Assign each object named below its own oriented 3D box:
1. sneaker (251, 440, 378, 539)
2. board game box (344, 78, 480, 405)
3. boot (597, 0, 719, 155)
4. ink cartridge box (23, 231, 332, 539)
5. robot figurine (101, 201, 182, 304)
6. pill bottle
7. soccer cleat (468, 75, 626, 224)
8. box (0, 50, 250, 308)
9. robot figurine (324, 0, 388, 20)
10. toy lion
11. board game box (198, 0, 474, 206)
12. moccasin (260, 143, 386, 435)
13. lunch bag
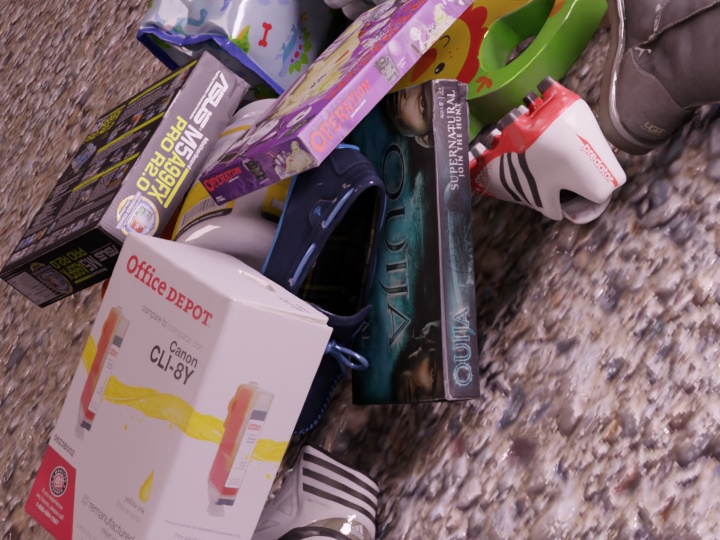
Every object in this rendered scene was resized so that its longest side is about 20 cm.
[{"bbox_3d":[-0.055,0.183,1.496,0.200,0.076,0.116,-27,30,41],"label":"sneaker"},{"bbox_3d":[0.031,-0.015,1.469,0.135,0.028,0.202,169,99,-64],"label":"board game box"},{"bbox_3d":[0.222,-0.166,1.326,0.200,0.072,0.183,-33,47,58],"label":"boot"},{"bbox_3d":[-0.118,0.093,1.441,0.145,0.083,0.201,30,100,51],"label":"ink cartridge box"},{"bbox_3d":[-0.137,0.027,1.721,0.117,0.143,0.202,-142,55,-66],"label":"robot figurine"},{"bbox_3d":[-0.071,-0.038,1.605,0.112,0.112,0.201,-46,18,29],"label":"pill bottle"},{"bbox_3d":[0.117,-0.063,1.427,0.069,0.085,0.200,-41,-1,-10],"label":"soccer cleat"},{"bbox_3d":[-0.174,-0.063,1.656,0.200,0.044,0.161,-21,35,59],"label":"box"},{"bbox_3d":[0.058,-0.258,1.677,0.199,0.169,0.114,-25,79,16],"label":"robot figurine"},{"bbox_3d":[0.075,-0.145,1.554,0.200,0.069,0.192,11,65,57],"label":"toy lion"},{"bbox_3d":[-0.012,-0.123,1.505,0.120,0.032,0.200,-13,28,49],"label":"board game box"},{"bbox_3d":[-0.031,0.019,1.476,0.068,0.080,0.201,38,125,52],"label":"moccasin"},{"bbox_3d":[-0.056,-0.203,1.797,0.127,0.200,0.171,12,72,36],"label":"lunch bag"}]
